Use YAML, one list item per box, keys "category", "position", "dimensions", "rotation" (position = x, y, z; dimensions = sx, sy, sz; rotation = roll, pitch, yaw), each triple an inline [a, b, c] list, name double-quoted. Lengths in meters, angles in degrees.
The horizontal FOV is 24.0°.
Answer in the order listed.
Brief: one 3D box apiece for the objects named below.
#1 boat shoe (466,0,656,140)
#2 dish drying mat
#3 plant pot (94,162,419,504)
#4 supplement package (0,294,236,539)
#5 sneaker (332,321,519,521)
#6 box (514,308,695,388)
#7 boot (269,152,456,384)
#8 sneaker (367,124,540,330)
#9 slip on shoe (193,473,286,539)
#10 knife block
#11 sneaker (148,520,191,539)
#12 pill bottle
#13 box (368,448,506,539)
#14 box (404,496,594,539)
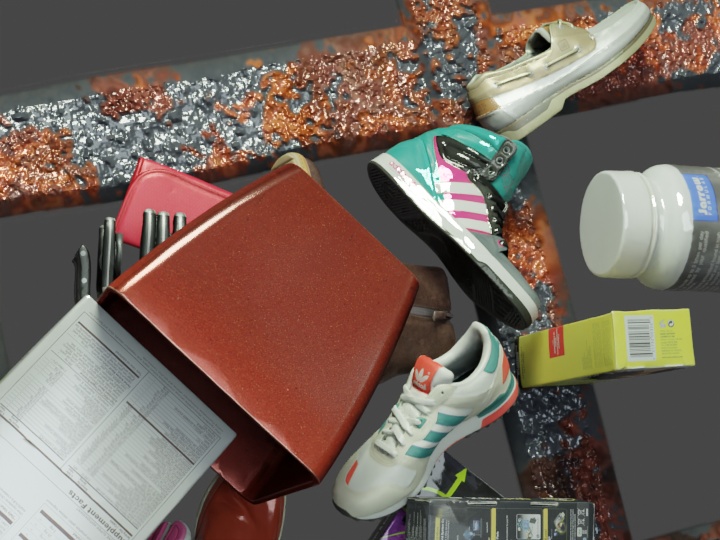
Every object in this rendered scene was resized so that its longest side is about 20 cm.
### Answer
- category: "boat shoe"
  position: [0.183, -0.193, 1.536]
  dimensions: [0.200, 0.075, 0.068]
  rotation: [-39, 99, -19]
- category: "dish drying mat"
  position: [-0.107, -0.026, 1.443]
  dimensions: [0.200, 0.018, 0.077]
  rotation: [22, 75, -13]
- category: "plant pot"
  position: [-0.073, 0.038, 1.276]
  dimensions: [0.200, 0.200, 0.176]
  rotation: [44, 69, -5]
- category: "supplement package"
  position: [-0.224, 0.152, 1.223]
  dimensions: [0.151, 0.152, 0.200]
  rotation: [43, 65, -5]
- category: "sneaker"
  position: [0.046, 0.119, 1.415]
  dimensions: [0.200, 0.070, 0.093]
  rotation: [-38, 134, -20]
- category: "box"
  position: [0.200, 0.068, 1.427]
  dimensions: [0.075, 0.200, 0.050]
  rotation: [-2, 83, -17]
- category: "boot"
  position: [0.000, 0.000, 1.442]
  dimensions: [0.166, 0.072, 0.200]
  rotation: [-2, 83, -39]
- category: "sneaker"
  position: [0.113, -0.052, 1.474]
  dimensions: [0.121, 0.084, 0.200]
  rotation: [-37, 75, -17]
- category: "slip on shoe"
  position: [-0.108, 0.240, 1.372]
  dimensions: [0.074, 0.061, 0.200]
  rotation: [25, 72, -10]
- category: "knife block"
  position: [-0.170, 0.059, 1.376]
  dimensions: [0.176, 0.064, 0.200]
  rotation: [-41, 93, -14]
- category: "sneaker"
  position: [-0.193, 0.278, 1.305]
  dimensions: [0.200, 0.074, 0.087]
  rotation: [-34, 105, 8]
- category: "pill bottle"
  position: [0.307, -0.037, 1.527]
  dimensions: [0.200, 0.114, 0.114]
  rotation: [2, 80, -18]
- category: "box"
  position: [0.064, 0.272, 1.434]
  dimensions: [0.143, 0.036, 0.200]
  rotation: [38, 73, -8]
- category: "box"
  position: [0.114, 0.288, 1.401]
  dimensions: [0.161, 0.049, 0.200]
  rotation: [4, 85, -26]
